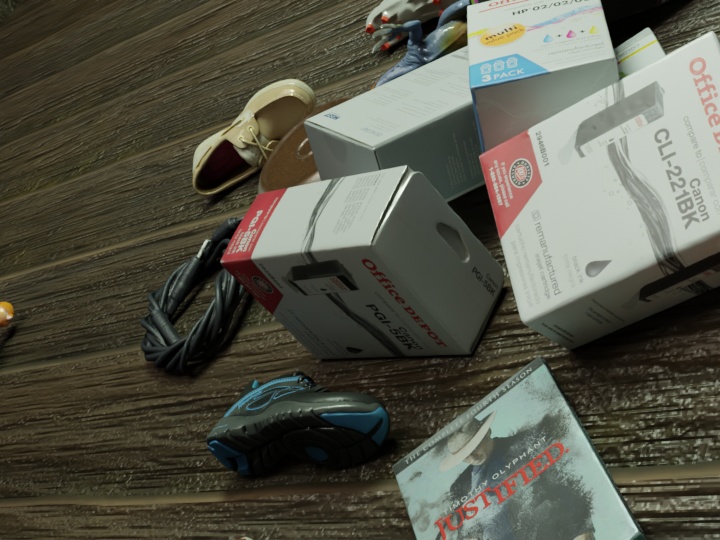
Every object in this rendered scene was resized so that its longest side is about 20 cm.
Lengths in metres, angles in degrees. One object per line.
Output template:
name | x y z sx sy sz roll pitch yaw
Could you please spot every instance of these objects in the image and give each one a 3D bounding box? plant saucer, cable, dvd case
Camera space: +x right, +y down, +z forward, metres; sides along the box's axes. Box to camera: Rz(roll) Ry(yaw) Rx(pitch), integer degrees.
plant saucer | -0.047 -0.130 1.419 0.199 0.037 0.202 -32 30 21
cable | -0.180 0.030 1.356 0.162 0.051 0.202 -25 34 29
dvd case | 0.101 0.160 0.865 0.145 0.022 0.201 -38 29 10

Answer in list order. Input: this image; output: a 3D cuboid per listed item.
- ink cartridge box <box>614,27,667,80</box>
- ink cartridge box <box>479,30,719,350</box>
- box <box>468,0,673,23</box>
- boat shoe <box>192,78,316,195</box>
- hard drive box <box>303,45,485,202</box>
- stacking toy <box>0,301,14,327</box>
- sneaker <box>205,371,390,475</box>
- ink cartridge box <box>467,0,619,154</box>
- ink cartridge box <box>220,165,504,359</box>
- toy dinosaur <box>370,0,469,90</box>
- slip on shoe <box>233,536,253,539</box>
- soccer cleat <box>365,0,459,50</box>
ink cartridge box | 0.225 -0.107 1.022 0.103 0.059 0.201 -32 31 18
ink cartridge box | 0.201 -0.053 0.906 0.198 0.083 0.146 -26 60 26
box | 0.197 -0.315 1.181 0.197 0.150 0.125 -19 30 -3
boat shoe | -0.130 -0.152 1.518 0.199 0.073 0.070 -35 29 33
hard drive box | 0.070 -0.130 1.156 0.198 0.078 0.156 -25 24 -17
stacking toy | -0.517 0.110 1.636 0.115 0.111 0.201 3 39 33
sneaker | -0.050 0.116 1.058 0.198 0.073 0.083 -11 40 42
ink cartridge box | 0.148 -0.178 1.042 0.113 0.069 0.201 -10 33 10
ink cartridge box | 0.000 0.000 1.072 0.198 0.147 0.084 -6 46 48
toy dinosaur | 0.093 -0.226 1.359 0.180 0.106 0.199 -30 -2 33
slip on shoe | -0.161 0.273 1.003 0.199 0.061 0.074 -34 28 13
soccer cleat | 0.084 -0.325 1.482 0.198 0.069 0.078 -18 34 42
